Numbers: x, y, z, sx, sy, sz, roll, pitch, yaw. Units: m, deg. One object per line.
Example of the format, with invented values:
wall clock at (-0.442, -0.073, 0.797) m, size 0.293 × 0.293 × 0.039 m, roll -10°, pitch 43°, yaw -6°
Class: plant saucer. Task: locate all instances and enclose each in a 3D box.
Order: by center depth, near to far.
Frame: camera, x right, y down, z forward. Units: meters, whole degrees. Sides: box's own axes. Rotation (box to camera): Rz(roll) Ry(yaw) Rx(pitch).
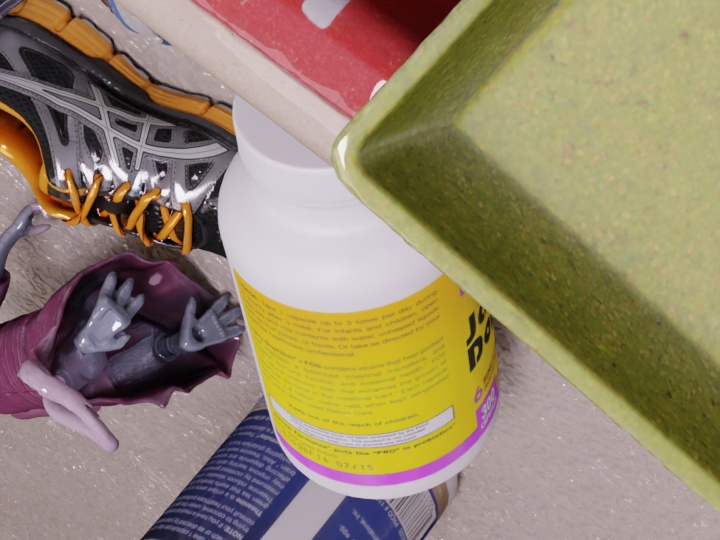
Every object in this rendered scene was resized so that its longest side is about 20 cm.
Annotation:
plant saucer at (0.127, -0.043, 0.537) m, size 0.200 × 0.200 × 0.048 m, roll 41°, pitch -170°, yaw -13°

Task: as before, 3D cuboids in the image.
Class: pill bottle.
pill bottle at (0.000, 0.000, 0.806) m, size 0.104 × 0.104 × 0.200 m, roll 25°, pitch 149°, yaw 26°
pill bottle at (-0.049, 0.147, 0.971) m, size 0.111 × 0.200 × 0.111 m, roll 30°, pitch 150°, yaw 20°

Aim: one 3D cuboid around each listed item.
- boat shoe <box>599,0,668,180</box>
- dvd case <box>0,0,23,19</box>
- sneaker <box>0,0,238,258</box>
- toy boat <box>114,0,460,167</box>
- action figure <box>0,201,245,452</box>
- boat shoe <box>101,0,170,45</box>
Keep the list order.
boat shoe at (0.065, -0.111, 0.574) m, size 0.062 × 0.072 × 0.200 m, roll 2°, pitch 113°, yaw 34°
dvd case at (-0.255, -0.143, 0.861) m, size 0.200 × 0.149 × 0.016 m, roll 31°, pitch 144°, yaw 16°
sneaker at (-0.107, -0.047, 0.898) m, size 0.200 × 0.077 × 0.078 m, roll 31°, pitch 149°, yaw 13°
toy boat at (-0.004, -0.128, 0.643) m, size 0.200 × 0.131 × 0.131 m, roll 37°, pitch 121°, yaw 4°
action figure at (-0.160, 0.053, 1.044) m, size 0.200 × 0.149 × 0.134 m, roll -14°, pitch 128°, yaw 40°
boat shoe at (-0.109, -0.167, 0.733) m, size 0.072 × 0.072 × 0.200 m, roll 26°, pitch 148°, yaw 28°
